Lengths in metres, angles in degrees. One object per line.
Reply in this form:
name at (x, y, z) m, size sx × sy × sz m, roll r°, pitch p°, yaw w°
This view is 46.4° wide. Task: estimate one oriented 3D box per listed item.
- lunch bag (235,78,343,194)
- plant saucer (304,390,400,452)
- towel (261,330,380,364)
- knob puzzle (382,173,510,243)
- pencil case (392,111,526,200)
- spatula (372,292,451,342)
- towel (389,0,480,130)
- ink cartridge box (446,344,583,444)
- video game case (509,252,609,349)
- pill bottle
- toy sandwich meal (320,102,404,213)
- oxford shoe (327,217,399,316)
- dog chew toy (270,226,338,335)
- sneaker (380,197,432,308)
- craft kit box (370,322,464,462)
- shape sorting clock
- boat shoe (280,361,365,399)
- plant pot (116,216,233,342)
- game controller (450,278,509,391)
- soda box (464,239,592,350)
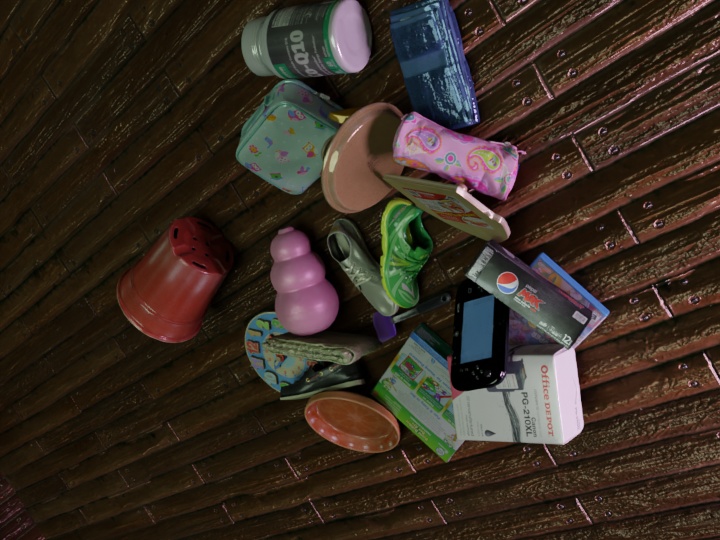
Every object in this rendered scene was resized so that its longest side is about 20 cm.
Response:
lunch bag at (-0.116, -0.231, 1.439) m, size 0.159 × 0.078 × 0.200 m, roll 30°, pitch 138°, yaw -21°
plant saucer at (-0.014, 0.298, 1.676) m, size 0.197 × 0.033 × 0.202 m, roll 12°, pitch 143°, yaw 9°
towel at (-0.073, 0.142, 1.597) m, size 0.197 × 0.148 × 0.037 m, roll 3°, pitch 96°, yaw 23°
knob puzzle at (0.157, -0.100, 1.319) m, size 0.217 × 0.220 × 0.031 m, roll 24°, pitch 82°, yaw 24°
pencil case at (0.146, -0.175, 1.277) m, size 0.197 × 0.088 × 0.088 m, roll 18°, pitch 126°, yaw 3°
spatula at (0.091, 0.078, 1.531) m, size 0.199 × 0.020 × 0.057 m, roll -28°, pitch 81°, yaw 39°
towel at (0.111, -0.310, 1.291) m, size 0.110 × 0.048 × 0.203 m, roll -5°, pitch 111°, yaw 38°
ink cartridge box at (0.254, 0.203, 1.391) m, size 0.198 × 0.084 × 0.147 m, roll -5°, pitch 94°, yaw 36°
video game case at (0.295, 0.084, 1.390) m, size 0.143 × 0.018 × 0.201 m, roll 42°, pitch 131°, yaw 9°
pill bottle at (-0.089, -0.370, 1.359) m, size 0.198 × 0.113 × 0.115 m, roll 3°, pitch 116°, yaw 35°
toy sandwich meal at (0.002, -0.186, 1.341) m, size 0.070 × 0.203 × 0.208 m, roll 35°, pitch 131°, yaw 35°
oxford shoe at (0.000, 0.000, 1.528) m, size 0.075 × 0.058 × 0.202 m, roll -30°, pitch 93°, yaw 39°
dog chew toy at (-0.115, 0.017, 1.588) m, size 0.123 × 0.124 × 0.203 m, roll -10°, pitch 100°, yaw 38°
sneaker at (0.082, -0.023, 1.449) m, size 0.083 × 0.074 × 0.203 m, roll 12°, pitch 120°, yaw 35°
craft kit box at (0.138, 0.230, 1.566) m, size 0.200 × 0.048 × 0.199 m, roll 41°, pitch 128°, yaw 11°
shape sorting clock at (-0.161, 0.177, 1.755) m, size 0.198 × 0.039 × 0.203 m, roll 17°, pitch 123°, yaw 28°
boat shoe at (-0.082, 0.219, 1.689) m, size 0.199 × 0.073 × 0.064 m, roll -20°, pitch 80°, yaw 30°
plant pot at (-0.367, 0.008, 1.725) m, size 0.201 × 0.200 × 0.195 m, roll 46°, pitch 123°, yaw 5°
game controller at (0.195, 0.099, 1.373) m, size 0.103 × 0.203 × 0.042 m, roll -12°, pitch 147°, yaw 33°
soda box at (0.263, 0.036, 1.314) m, size 0.199 × 0.071 × 0.064 m, roll 37°, pitch 105°, yaw 10°
